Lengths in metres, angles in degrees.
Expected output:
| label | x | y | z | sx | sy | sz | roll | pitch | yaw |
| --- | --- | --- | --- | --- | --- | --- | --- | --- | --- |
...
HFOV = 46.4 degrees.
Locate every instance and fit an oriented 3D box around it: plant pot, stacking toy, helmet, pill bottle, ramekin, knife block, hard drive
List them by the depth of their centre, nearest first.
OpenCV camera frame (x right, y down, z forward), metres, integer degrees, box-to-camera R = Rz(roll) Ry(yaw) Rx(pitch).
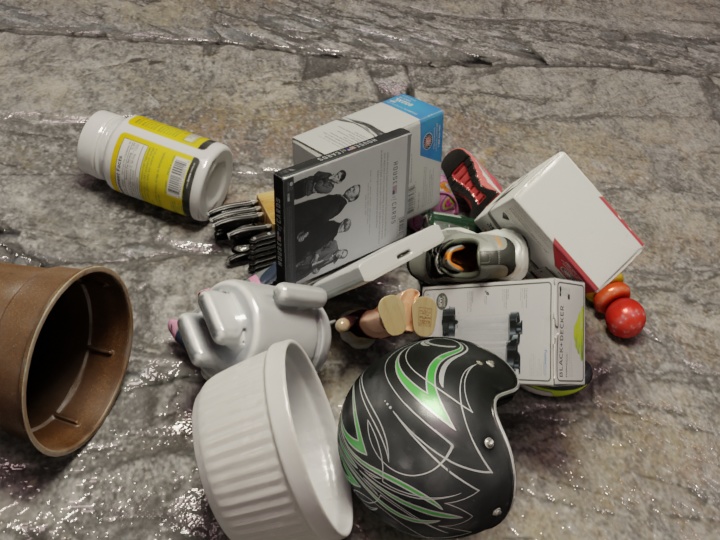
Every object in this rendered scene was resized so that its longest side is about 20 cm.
| label | x | y | z | sx | sy | sz | roll | pitch | yaw |
| --- | --- | --- | --- | --- | --- | --- | --- | --- | --- |
| ramekin | -0.087 | 0.179 | 0.837 | 0.104 | 0.201 | 0.201 | -18 | 45 | 7 |
| helmet | 0.072 | 0.177 | 0.874 | 0.198 | 0.202 | 0.191 | 22 | 33 | 12 |
| plant pot | -0.381 | 0.075 | 0.901 | 0.196 | 0.202 | 0.201 | 12 | 43 | 12 |
| hard drive | 0.000 | 0.000 | 1.054 | 0.131 | 0.199 | 0.027 | -28 | 92 | -33 |
| stacking toy | 0.333 | 0.010 | 1.185 | 0.084 | 0.086 | 0.201 | -8 | 52 | -19 |
| knife block | -0.113 | -0.077 | 1.192 | 0.174 | 0.064 | 0.201 | 19 | 44 | 8 |
| pill bottle | -0.293 | -0.154 | 1.202 | 0.198 | 0.115 | 0.115 | 20 | 44 | 10 |

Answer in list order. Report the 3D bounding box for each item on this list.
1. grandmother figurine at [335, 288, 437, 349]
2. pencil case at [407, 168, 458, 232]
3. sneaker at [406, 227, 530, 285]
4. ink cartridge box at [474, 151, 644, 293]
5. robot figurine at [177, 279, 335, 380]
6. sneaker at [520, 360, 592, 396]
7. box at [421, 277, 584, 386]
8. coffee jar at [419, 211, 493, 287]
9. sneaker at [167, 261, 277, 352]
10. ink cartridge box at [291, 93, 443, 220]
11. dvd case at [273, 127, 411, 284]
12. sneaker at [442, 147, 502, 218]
| label | x | y | z | sx | sy | sz | roll | pitch | yaw |
| --- | --- | --- | --- | --- | --- | --- | --- | --- | --- |
| grandmother figurine | 0.024 | 0.060 | 1.002 | 0.120 | 0.200 | 0.061 | 13 | 79 | -20 |
| pencil case | 0.082 | -0.145 | 1.287 | 0.086 | 0.088 | 0.201 | -5 | 47 | -16 |
| sneaker | 0.115 | -0.018 | 1.028 | 0.079 | 0.075 | 0.199 | -3 | -1 | -32 |
| ink cartridge box | 0.233 | -0.046 | 1.025 | 0.083 | 0.200 | 0.147 | -42 | 90 | -7 |
| robot figurine | -0.111 | 0.073 | 0.959 | 0.199 | 0.169 | 0.114 | 13 | 44 | -51 |
| sneaker | 0.201 | 0.090 | 1.065 | 0.198 | 0.082 | 0.074 | 24 | 45 | 14 |
| box | 0.161 | 0.073 | 0.974 | 0.060 | 0.199 | 0.118 | 7 | 81 | -41 |
| coffee jar | 0.181 | -0.020 | 1.160 | 0.197 | 0.085 | 0.106 | 5 | 83 | -5 |
| sneaker | -0.158 | 0.034 | 1.064 | 0.081 | 0.071 | 0.200 | 29 | 44 | 18 |
| ink cartridge box | 0.011 | -0.128 | 1.110 | 0.199 | 0.146 | 0.083 | -28 | 44 | -33 |
| dvd case | -0.019 | -0.077 | 1.023 | 0.199 | 0.152 | 0.025 | -25 | 41 | -35 |
| sneaker | 0.200 | -0.102 | 1.276 | 0.086 | 0.074 | 0.201 | 11 | 45 | -48 |
